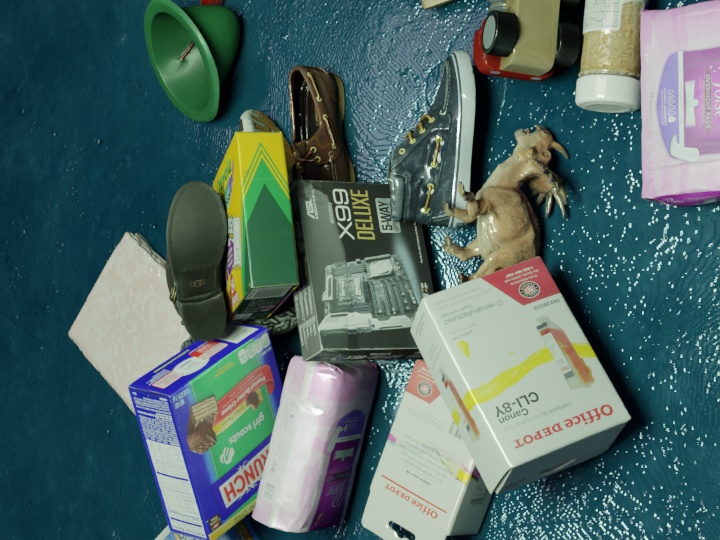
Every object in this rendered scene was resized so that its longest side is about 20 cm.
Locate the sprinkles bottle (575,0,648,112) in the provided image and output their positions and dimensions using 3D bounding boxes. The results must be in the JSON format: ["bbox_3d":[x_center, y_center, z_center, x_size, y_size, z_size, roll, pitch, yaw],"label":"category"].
[{"bbox_3d":[0.265,-0.267,1.292,0.068,0.068,0.200,4,87,37],"label":"sprinkles bottle"}]

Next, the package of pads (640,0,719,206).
[{"bbox_3d":[0.340,-0.166,1.220,0.120,0.076,0.200,-4,82,38],"label":"package of pads"}]

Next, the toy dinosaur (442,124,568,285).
[{"bbox_3d":[0.164,-0.048,1.344,0.086,0.135,0.200,-121,27,-69],"label":"toy dinosaur"}]

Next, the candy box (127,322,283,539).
[{"bbox_3d":[-0.164,0.187,1.458,0.077,0.169,0.200,9,121,39],"label":"candy box"}]

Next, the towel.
[{"bbox_3d":[-0.303,0.075,1.708,0.200,0.032,0.191,42,109,32],"label":"towel"}]

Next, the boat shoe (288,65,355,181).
[{"bbox_3d":[-0.056,-0.152,1.523,0.070,0.070,0.200,-16,77,34],"label":"boat shoe"}]

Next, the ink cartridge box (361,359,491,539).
[{"bbox_3d":[0.089,0.212,1.373,0.116,0.067,0.200,25,99,37],"label":"ink cartridge box"}]

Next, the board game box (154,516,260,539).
[{"bbox_3d":[-0.194,0.411,1.572,0.200,0.056,0.196,-47,60,23],"label":"board game box"}]

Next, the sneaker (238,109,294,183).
[{"bbox_3d":[-0.125,-0.106,1.567,0.088,0.076,0.200,-34,64,31],"label":"sneaker"}]

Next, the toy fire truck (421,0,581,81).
[{"bbox_3d":[0.148,-0.293,1.370,0.200,0.129,0.176,165,110,-76],"label":"toy fire truck"}]

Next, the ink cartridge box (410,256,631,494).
[{"bbox_3d":[0.161,0.106,1.274,0.083,0.145,0.200,105,142,-61],"label":"ink cartridge box"}]

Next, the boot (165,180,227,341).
[{"bbox_3d":[-0.206,-0.016,1.476,0.174,0.069,0.200,-145,53,-69],"label":"boot"}]

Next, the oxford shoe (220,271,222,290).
[{"bbox_3d":[-0.191,-0.026,1.627,0.074,0.071,0.200,-23,59,-5],"label":"oxford shoe"}]

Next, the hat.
[{"bbox_3d":[-0.174,-0.320,1.665,0.166,0.176,0.200,39,145,31],"label":"hat"}]

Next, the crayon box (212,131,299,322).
[{"bbox_3d":[-0.123,-0.045,1.415,0.200,0.058,0.173,137,127,-71],"label":"crayon box"}]

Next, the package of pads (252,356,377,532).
[{"bbox_3d":[-0.050,0.196,1.434,0.076,0.120,0.200,16,94,27],"label":"package of pads"}]

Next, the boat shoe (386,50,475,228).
[{"bbox_3d":[0.078,-0.149,1.396,0.091,0.071,0.201,3,87,-3],"label":"boat shoe"}]

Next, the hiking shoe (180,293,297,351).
[{"bbox_3d":[-0.134,0.059,1.554,0.200,0.087,0.074,-29,90,7],"label":"hiking shoe"}]

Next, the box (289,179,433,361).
[{"bbox_3d":[0.000,0.000,1.399,0.050,0.158,0.200,-35,58,54],"label":"box"}]
